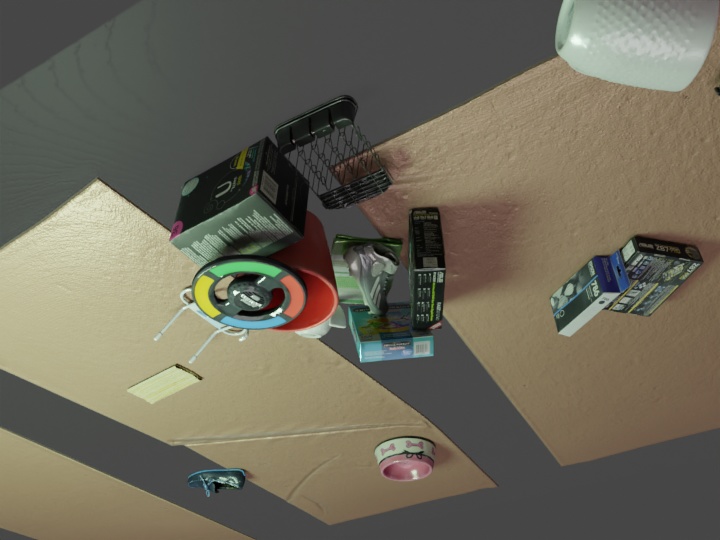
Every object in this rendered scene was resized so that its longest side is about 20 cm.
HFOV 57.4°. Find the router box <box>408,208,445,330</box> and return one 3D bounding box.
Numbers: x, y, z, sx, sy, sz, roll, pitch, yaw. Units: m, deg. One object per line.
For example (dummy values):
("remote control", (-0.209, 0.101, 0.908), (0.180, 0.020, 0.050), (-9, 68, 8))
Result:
("router box", (0.128, 0.001, 1.291), (0.061, 0.151, 0.201), (-3, 141, 1))

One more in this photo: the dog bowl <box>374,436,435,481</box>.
("dog bowl", (0.144, 0.603, 2.083), (0.198, 0.074, 0.201), (-2, 141, -1))

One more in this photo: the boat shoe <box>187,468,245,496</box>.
("boat shoe", (-0.482, 0.702, 2.177), (0.198, 0.069, 0.084), (-12, 140, 12))

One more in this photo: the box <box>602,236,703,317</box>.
("box", (0.605, 0.018, 1.414), (0.160, 0.049, 0.201), (9, 139, -11))

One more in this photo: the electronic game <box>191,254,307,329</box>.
("electronic game", (-0.190, 0.041, 1.131), (0.198, 0.042, 0.201), (-1, 140, -1))

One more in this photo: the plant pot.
("plant pot", (-0.140, -0.011, 1.242), (0.198, 0.179, 0.201), (-1, 141, -1))

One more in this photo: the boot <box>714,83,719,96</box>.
("boot", (0.673, -0.313, 0.999), (0.173, 0.070, 0.200), (17, 139, -23))

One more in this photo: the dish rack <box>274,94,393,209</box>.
("dish rack", (-0.039, -0.190, 1.130), (0.152, 0.055, 0.200), (-18, 140, 21))

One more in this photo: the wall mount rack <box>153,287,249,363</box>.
("wall mount rack", (-0.354, 0.128, 1.482), (0.173, 0.075, 0.200), (-21, 136, 22))

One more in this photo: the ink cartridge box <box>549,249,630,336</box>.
("ink cartridge box", (0.484, 0.047, 1.403), (0.039, 0.100, 0.200), (15, 137, -19))

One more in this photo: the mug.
("mug", (0.365, -0.328, 0.926), (0.174, 0.149, 0.200), (8, 171, 0))

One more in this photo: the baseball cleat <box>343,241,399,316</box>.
("baseball cleat", (0.040, 0.021, 1.338), (0.106, 0.070, 0.200), (-17, 138, 14))

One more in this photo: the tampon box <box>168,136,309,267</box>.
("tampon box", (-0.207, -0.105, 1.141), (0.199, 0.151, 0.126), (-23, 133, 24))

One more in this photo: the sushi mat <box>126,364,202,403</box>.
("sushi mat", (-0.518, 0.302, 1.735), (0.199, 0.012, 0.096), (-27, 134, 27))

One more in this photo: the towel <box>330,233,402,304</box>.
("towel", (0.000, 0.000, 1.386), (0.148, 0.031, 0.201), (3, 138, -11))

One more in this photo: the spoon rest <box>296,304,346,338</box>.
("spoon rest", (-0.090, 0.112, 1.473), (0.099, 0.061, 0.200), (13, 162, -26))

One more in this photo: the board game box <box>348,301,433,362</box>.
("board game box", (0.060, 0.125, 1.395), (0.149, 0.200, 0.047), (-4, 109, -7))
